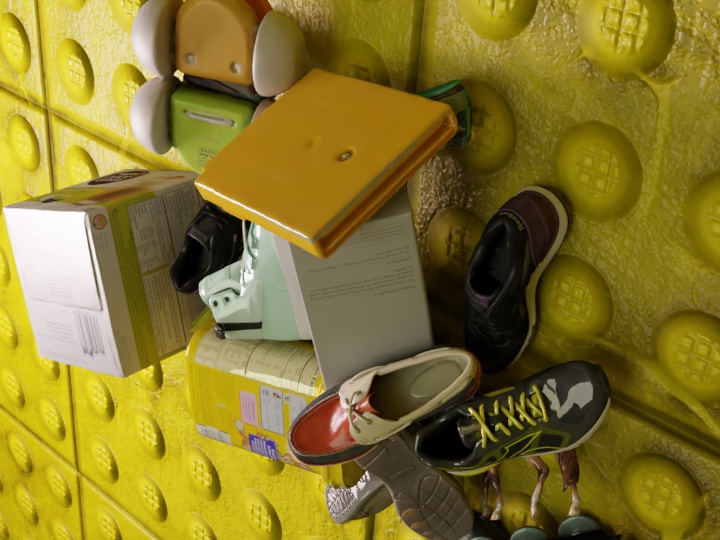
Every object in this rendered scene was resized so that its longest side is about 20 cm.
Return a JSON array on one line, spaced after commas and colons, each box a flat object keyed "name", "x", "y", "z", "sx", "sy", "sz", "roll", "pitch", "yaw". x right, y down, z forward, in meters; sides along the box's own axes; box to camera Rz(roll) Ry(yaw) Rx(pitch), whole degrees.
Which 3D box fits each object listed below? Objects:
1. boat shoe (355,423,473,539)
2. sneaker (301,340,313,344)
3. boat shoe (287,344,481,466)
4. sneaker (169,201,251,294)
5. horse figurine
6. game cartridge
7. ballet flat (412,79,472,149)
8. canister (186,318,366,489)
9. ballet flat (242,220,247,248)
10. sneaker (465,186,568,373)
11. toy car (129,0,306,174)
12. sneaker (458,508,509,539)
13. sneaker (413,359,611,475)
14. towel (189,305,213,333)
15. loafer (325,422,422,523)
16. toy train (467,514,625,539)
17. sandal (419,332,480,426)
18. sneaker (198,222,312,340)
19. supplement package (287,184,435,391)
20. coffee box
[{"name": "boat shoe", "x": 0.057, "y": 0.200, "z": 1.051, "sx": 0.075, "sy": 0.072, "sz": 0.201, "roll": -24, "pitch": 119, "yaw": 19}, {"name": "sneaker", "x": -0.059, "y": 0.066, "z": 1.181, "sx": 0.086, "sy": 0.077, "sz": 0.200, "roll": 55, "pitch": 131, "yaw": 24}, {"name": "boat shoe", "x": 0.019, "y": 0.124, "z": 0.951, "sx": 0.198, "sy": 0.063, "sz": 0.072, "roll": -23, "pitch": 75, "yaw": 4}, {"name": "sneaker", "x": -0.147, "y": -0.055, "z": 1.153, "sx": 0.075, "sy": 0.087, "sz": 0.201, "roll": 34, "pitch": 108, "yaw": 16}, {"name": "horse figurine", "x": 0.154, "y": 0.178, "z": 1.016, "sx": 0.199, "sy": 0.049, "sz": 0.134, "roll": -20, "pitch": 73, "yaw": 56}, {"name": "game cartridge", "x": -0.037, "y": -0.104, "z": 0.917, "sx": 0.199, "sy": 0.176, "sz": 0.033, "roll": 26, "pitch": 153, "yaw": 47}, {"name": "ballet flat", "x": 0.026, "y": -0.134, "z": 0.994, "sx": 0.199, "sy": 0.074, "sz": 0.075, "roll": -1, "pitch": 108, "yaw": 47}, {"name": "canister", "x": -0.087, "y": 0.140, "z": 1.120, "sx": 0.198, "sy": 0.087, "sz": 0.150, "roll": 13, "pitch": 121, "yaw": 25}, {"name": "ballet flat", "x": -0.092, "y": -0.062, "z": 1.117, "sx": 0.069, "sy": 0.070, "sz": 0.202, "roll": -99, "pitch": 24, "yaw": -60}, {"name": "sneaker", "x": 0.120, "y": 0.020, "z": 0.945, "sx": 0.075, "sy": 0.087, "sz": 0.202, "roll": 32, "pitch": 130, "yaw": 28}, {"name": "toy car", "x": -0.139, "y": -0.201, "z": 1.069, "sx": 0.173, "sy": 0.150, "sz": 0.202, "roll": 12, "pitch": 118, "yaw": 9}, {"name": "sneaker", "x": 0.131, "y": 0.349, "z": 1.103, "sx": 0.076, "sy": 0.090, "sz": 0.202, "roll": -32, "pitch": 84, "yaw": 50}, {"name": "sneaker", "x": 0.134, "y": 0.142, "z": 0.924, "sx": 0.199, "sy": 0.084, "sz": 0.075, "roll": -33, "pitch": 68, "yaw": 30}, {"name": "towel", "x": -0.117, "y": 0.044, "z": 1.148, "sx": 0.086, "sy": 0.018, "sz": 0.200, "roll": 44, "pitch": 131, "yaw": -4}, {"name": "loafer", "x": 0.036, "y": 0.218, "z": 1.162, "sx": 0.200, "sy": 0.069, "sz": 0.076, "roll": -47, "pitch": 50, "yaw": 35}, {"name": "toy train", "x": 0.177, "y": 0.318, "z": 1.013, "sx": 0.198, "sy": 0.085, "sz": 0.115, "roll": -18, "pitch": 97, "yaw": 20}, {"name": "sandal", "x": 0.072, "y": 0.102, "z": 1.068, "sx": 0.200, "sy": 0.054, "sz": 0.082, "roll": 44, "pitch": 122, "yaw": 44}, {"name": "sneaker", "x": -0.118, "y": -0.013, "z": 1.042, "sx": 0.117, "sy": 0.074, "sz": 0.202, "roll": -7, "pitch": 114, "yaw": 9}, {"name": "supplement package", "x": 0.000, "y": 0.000, "z": 0.978, "sx": 0.118, "sy": 0.115, "sz": 0.201, "roll": -101, "pitch": 0, "yaw": -50}, {"name": "coffee box", "x": -0.290, "y": -0.007, "z": 1.272, "sx": 0.198, "sy": 0.197, "sz": 0.202, "roll": 7, "pitch": 113, "yaw": 43}]
